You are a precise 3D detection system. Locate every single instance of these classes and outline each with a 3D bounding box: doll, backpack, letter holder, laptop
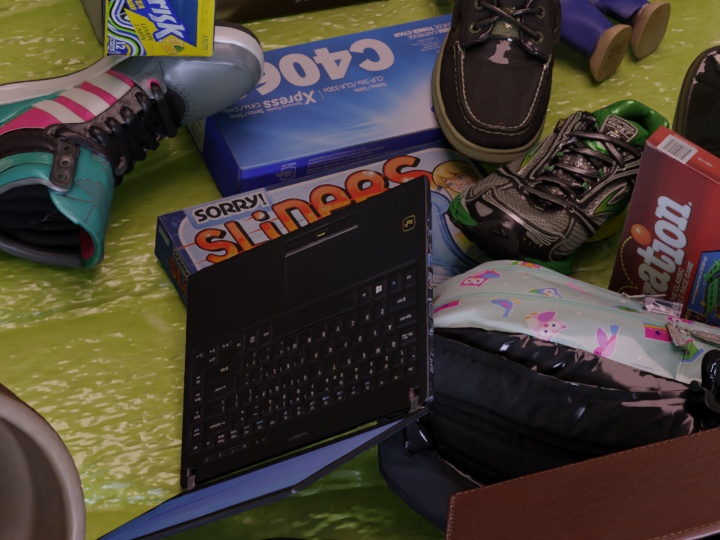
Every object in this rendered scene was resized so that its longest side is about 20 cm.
[{"bbox_3d":[0.103,-0.202,1.530,0.136,0.049,0.200,-31,58,-33],"label":"doll"},{"bbox_3d":[0.108,0.080,1.203,0.200,0.167,0.127,19,23,12],"label":"backpack"},{"bbox_3d":[0.145,0.156,1.074,0.200,0.101,0.142,-16,23,14],"label":"letter holder"},{"bbox_3d":[-0.060,0.051,1.160,0.103,0.177,0.200,26,54,-42],"label":"laptop"}]

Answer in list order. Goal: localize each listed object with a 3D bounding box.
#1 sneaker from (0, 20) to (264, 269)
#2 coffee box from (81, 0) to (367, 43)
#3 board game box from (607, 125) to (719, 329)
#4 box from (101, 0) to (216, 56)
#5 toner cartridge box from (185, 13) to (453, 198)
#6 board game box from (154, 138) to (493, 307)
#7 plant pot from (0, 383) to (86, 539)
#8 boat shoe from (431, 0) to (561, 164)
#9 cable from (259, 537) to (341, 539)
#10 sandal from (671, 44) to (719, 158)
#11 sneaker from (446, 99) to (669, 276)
[{"bbox_3d":[-0.144,-0.065,1.319,0.200,0.084,0.121,-19,49,6],"label":"sneaker"},{"bbox_3d":[-0.079,-0.225,1.481,0.200,0.114,0.080,-11,49,-20],"label":"coffee box"},{"bbox_3d":[0.178,0.023,1.221,0.103,0.200,0.019,33,52,22],"label":"board game box"},{"bbox_3d":[-0.119,-0.214,1.339,0.064,0.070,0.200,-1,49,-7],"label":"box"},{"bbox_3d":[0.000,-0.098,1.420,0.200,0.043,0.095,-14,51,-21],"label":"toner cartridge box"},{"bbox_3d":[0.000,0.000,1.332,0.200,0.034,0.135,-17,51,-23],"label":"board game box"},{"bbox_3d":[-0.256,0.109,1.107,0.200,0.201,0.175,-23,35,-27],"label":"plant pot"},{"bbox_3d":[0.085,-0.150,1.406,0.072,0.066,0.201,10,46,0],"label":"boat shoe"},{"bbox_3d":[-0.029,0.201,1.134,0.200,0.051,0.163,-29,52,-28],"label":"cable"},{"bbox_3d":[0.193,-0.029,1.326,0.080,0.057,0.201,19,84,-12],"label":"sandal"},{"bbox_3d":[0.115,-0.053,1.319,0.078,0.085,0.200,38,30,9],"label":"sneaker"}]
